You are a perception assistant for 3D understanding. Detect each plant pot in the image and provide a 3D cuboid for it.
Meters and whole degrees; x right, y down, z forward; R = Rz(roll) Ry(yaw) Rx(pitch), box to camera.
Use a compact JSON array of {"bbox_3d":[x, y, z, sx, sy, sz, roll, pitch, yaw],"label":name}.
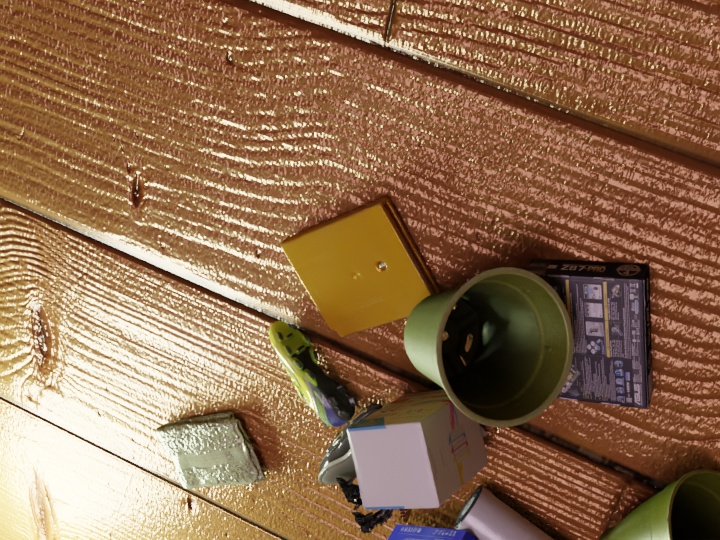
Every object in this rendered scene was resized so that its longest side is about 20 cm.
[{"bbox_3d":[0.151,0.095,1.344,0.201,0.200,0.190,57,163,-12],"label":"plant pot"},{"bbox_3d":[0.437,0.402,1.402,0.200,0.200,0.193,46,140,-4],"label":"plant pot"}]

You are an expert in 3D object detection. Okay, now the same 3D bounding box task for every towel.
[{"bbox_3d":[-0.272,0.328,1.807,0.199,0.037,0.149,-11,111,32],"label":"towel"}]

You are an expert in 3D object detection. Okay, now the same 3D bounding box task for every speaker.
[{"bbox_3d":[0.249,0.429,1.568,0.199,0.081,0.081,35,128,5],"label":"speaker"}]

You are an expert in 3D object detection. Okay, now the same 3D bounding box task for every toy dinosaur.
[{"bbox_3d":[0.046,0.357,1.614,0.135,0.102,0.201,-29,115,-4],"label":"toy dinosaur"}]

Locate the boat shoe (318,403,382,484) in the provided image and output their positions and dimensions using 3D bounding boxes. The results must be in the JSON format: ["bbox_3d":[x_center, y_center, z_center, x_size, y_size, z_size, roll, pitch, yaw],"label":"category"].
[{"bbox_3d":[-0.011,0.287,1.635,0.071,0.061,0.201,12,140,-29],"label":"boat shoe"}]

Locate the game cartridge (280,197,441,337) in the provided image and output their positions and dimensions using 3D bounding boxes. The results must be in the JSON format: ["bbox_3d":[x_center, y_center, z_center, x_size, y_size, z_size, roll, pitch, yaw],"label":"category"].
[{"bbox_3d":[0.000,0.000,1.477,0.199,0.032,0.177,-19,108,37],"label":"game cartridge"}]

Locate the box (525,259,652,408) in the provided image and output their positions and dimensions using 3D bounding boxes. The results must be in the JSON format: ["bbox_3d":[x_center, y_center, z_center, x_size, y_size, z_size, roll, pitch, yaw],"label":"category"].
[{"bbox_3d":[0.310,0.086,1.353,0.160,0.049,0.201,2,119,25],"label":"box"}]

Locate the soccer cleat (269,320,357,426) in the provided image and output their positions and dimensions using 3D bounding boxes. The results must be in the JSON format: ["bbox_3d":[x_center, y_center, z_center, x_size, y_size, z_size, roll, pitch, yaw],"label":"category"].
[{"bbox_3d":[-0.090,0.171,1.602,0.084,0.065,0.201,-31,101,41],"label":"soccer cleat"}]

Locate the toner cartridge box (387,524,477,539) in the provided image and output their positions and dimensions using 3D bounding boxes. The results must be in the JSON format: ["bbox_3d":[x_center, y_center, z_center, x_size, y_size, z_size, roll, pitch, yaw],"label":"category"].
[{"bbox_3d":[0.132,0.461,1.619,0.095,0.043,0.200,47,150,-15],"label":"toner cartridge box"}]

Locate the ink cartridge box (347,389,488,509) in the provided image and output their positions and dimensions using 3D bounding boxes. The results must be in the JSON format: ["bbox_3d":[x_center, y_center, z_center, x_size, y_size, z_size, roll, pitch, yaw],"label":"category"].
[{"bbox_3d":[0.093,0.258,1.487,0.128,0.200,0.126,-11,95,32],"label":"ink cartridge box"}]
